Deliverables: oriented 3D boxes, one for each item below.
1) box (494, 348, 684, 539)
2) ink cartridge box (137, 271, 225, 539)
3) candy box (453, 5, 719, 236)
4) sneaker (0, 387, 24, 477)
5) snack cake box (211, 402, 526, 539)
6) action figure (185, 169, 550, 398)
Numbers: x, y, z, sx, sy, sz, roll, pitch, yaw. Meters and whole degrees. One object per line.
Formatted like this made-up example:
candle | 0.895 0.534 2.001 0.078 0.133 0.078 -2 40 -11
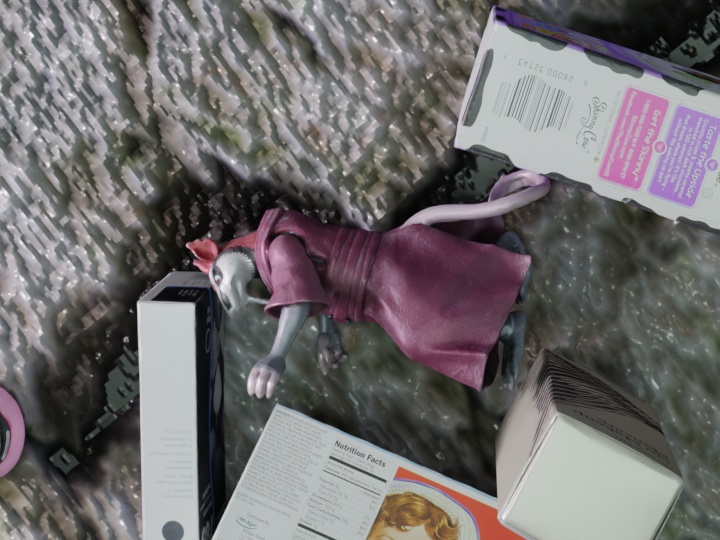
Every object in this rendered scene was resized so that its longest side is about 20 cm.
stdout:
box | 0.122 0.104 1.146 0.082 0.200 0.069 28 98 -2
ink cartridge box | -0.103 0.107 1.213 0.039 0.099 0.202 2 101 5
candy box | 0.155 -0.078 1.131 0.198 0.168 0.072 18 101 1
sneaker | -0.303 0.090 1.226 0.198 0.095 0.080 7 102 4
snack cake box | 0.019 0.171 1.169 0.199 0.067 0.116 23 71 10
action figure | 0.000 0.000 1.171 0.198 0.134 0.150 14 99 -2
